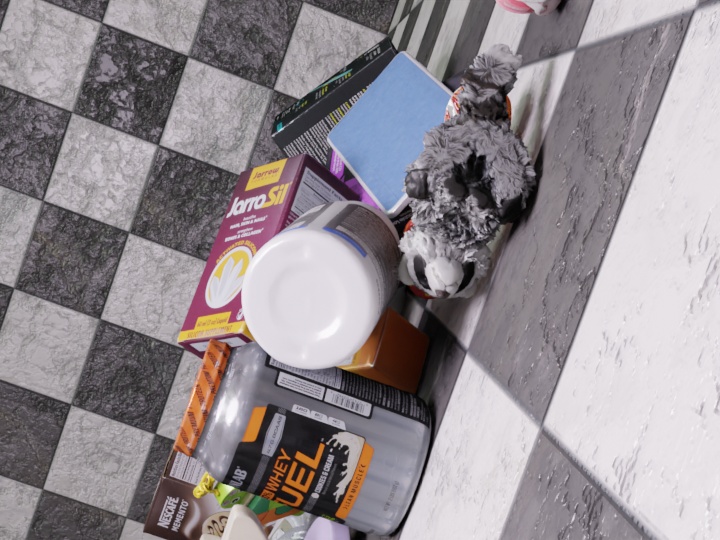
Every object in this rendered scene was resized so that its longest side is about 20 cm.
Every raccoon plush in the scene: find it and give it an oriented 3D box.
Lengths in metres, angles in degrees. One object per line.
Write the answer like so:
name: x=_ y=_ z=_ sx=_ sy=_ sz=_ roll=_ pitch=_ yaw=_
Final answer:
raccoon plush: x=0.095 y=-0.067 z=0.923 sx=0.201 sy=0.096 sz=0.135 roll=-57 pitch=-11 yaw=-32

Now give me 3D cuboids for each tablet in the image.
tablet: x=0.039 y=-0.143 z=1.144 sx=0.130 sy=0.014 sz=0.200 roll=-48 pitch=35 yaw=9

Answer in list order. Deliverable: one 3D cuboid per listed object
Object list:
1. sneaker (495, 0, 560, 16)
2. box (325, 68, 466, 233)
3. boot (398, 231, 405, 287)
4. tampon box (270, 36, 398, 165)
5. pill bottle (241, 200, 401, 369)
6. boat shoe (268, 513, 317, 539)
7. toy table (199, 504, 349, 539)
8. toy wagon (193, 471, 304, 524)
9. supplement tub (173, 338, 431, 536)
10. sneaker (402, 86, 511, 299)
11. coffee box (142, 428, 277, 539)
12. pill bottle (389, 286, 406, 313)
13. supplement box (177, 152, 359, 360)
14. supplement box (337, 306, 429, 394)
sneaker: x=0.155 y=-0.267 z=0.938 sx=0.200 sy=0.074 sz=0.106 roll=-62 pitch=-4 yaw=-83
box: x=0.039 y=-0.105 z=1.153 sx=0.198 sy=0.036 sz=0.145 roll=-25 pitch=44 yaw=34
boot: x=0.036 y=-0.075 z=1.226 sx=0.131 sy=0.070 sz=0.202 roll=10 pitch=69 yaw=54
tampon box: x=-0.006 y=-0.202 z=1.528 sx=0.198 sy=0.127 sz=0.150 roll=-34 pitch=15 yaw=9
pill bottle: x=-0.024 y=0.003 z=0.973 sx=0.200 sy=0.112 sz=0.115 roll=-49 pitch=-18 yaw=-73
boat shoe: x=-0.093 y=0.347 z=1.278 sx=0.204 sy=0.074 sz=0.065 roll=-60 pitch=6 yaw=29
toy table: x=-0.092 y=0.317 z=1.053 sx=0.184 sy=0.115 sz=0.204 roll=-150 pitch=75 yaw=-73
toy wagon: x=-0.073 y=0.201 z=1.099 sx=0.198 sy=0.040 sz=0.156 roll=-9 pitch=-37 yaw=-45
supplement tub: x=-0.049 y=0.136 z=0.944 sx=0.123 sy=0.197 sz=0.125 roll=-161 pitch=90 yaw=-84
sneaker: x=0.094 y=-0.068 z=1.001 sx=0.077 sy=0.072 sz=0.203 roll=-11 pitch=-57 yaw=-66
coffee box: x=-0.146 y=0.282 z=1.339 sx=0.080 sy=0.197 sz=0.114 roll=-77 pitch=9 yaw=-50
pill bottle: x=0.000 y=0.000 z=1.301 sx=0.202 sy=0.115 sz=0.117 roll=-78 pitch=10 yaw=-49
supplement box: x=-0.090 y=-0.003 z=1.116 sx=0.109 sy=0.085 sz=0.203 roll=-11 pitch=53 yaw=45
supplement box: x=-0.029 y=0.089 z=1.100 sx=0.198 sy=0.066 sz=0.070 roll=-11 pitch=53 yaw=46
